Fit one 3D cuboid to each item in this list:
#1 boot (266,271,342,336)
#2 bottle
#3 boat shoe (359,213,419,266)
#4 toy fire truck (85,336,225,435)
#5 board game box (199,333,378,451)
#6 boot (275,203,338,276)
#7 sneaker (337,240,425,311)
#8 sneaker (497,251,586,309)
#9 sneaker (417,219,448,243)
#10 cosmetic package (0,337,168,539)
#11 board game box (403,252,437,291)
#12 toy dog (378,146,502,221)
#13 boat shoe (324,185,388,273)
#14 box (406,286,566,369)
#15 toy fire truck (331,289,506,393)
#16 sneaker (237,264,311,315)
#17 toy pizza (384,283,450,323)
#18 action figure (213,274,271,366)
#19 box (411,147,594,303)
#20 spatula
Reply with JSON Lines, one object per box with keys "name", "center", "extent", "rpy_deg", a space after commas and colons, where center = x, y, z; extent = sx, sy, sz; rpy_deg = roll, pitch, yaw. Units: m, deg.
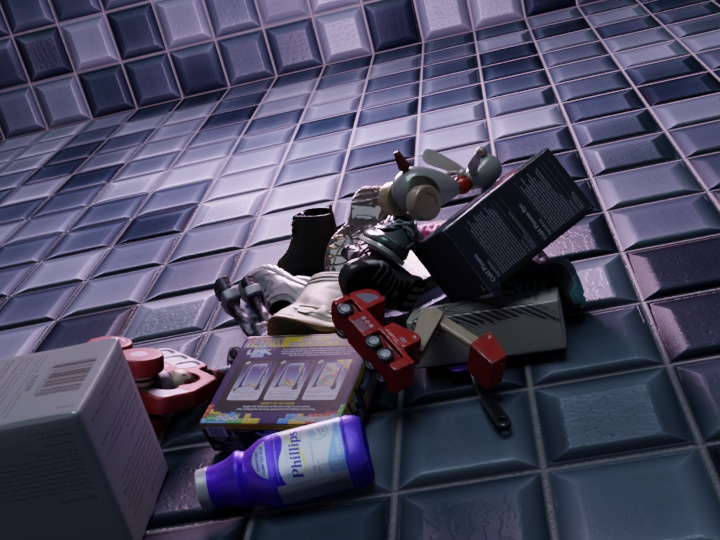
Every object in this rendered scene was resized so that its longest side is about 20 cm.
{"name": "boot", "center": [-0.011, 0.069, 1.385], "extent": [0.200, 0.072, 0.155], "rpy_deg": [15, 32, 18]}
{"name": "bottle", "center": [-0.087, 0.226, 1.123], "extent": [0.200, 0.065, 0.084], "rpy_deg": [-14, 49, 2]}
{"name": "boat shoe", "center": [0.047, -0.052, 1.377], "extent": [0.062, 0.073, 0.200], "rpy_deg": [-56, -2, 7]}
{"name": "toy fire truck", "center": [-0.285, 0.153, 1.387], "extent": [0.168, 0.112, 0.200], "rpy_deg": [-11, 16, -42]}
{"name": "board game box", "center": [-0.083, 0.156, 1.266], "extent": [0.200, 0.057, 0.165], "rpy_deg": [-3, 36, 25]}
{"name": "boot", "center": [-0.117, -0.035, 1.643], "extent": [0.200, 0.138, 0.077], "rpy_deg": [-12, 24, 11]}
{"name": "sneaker", "center": [0.000, 0.000, 1.360], "extent": [0.115, 0.076, 0.200], "rpy_deg": [40, 10, 28]}
{"name": "sneaker", "center": [0.247, 0.023, 1.391], "extent": [0.091, 0.078, 0.200], "rpy_deg": [-26, 16, -9]}
{"name": "sneaker", "center": [0.161, -0.060, 1.628], "extent": [0.200, 0.079, 0.095], "rpy_deg": [-5, 14, 19]}
{"name": "cosmetic package", "center": [-0.346, 0.215, 1.146], "extent": [0.166, 0.200, 0.167], "rpy_deg": [-11, 23, 8]}
{"name": "board game box", "center": [0.052, -0.004, 1.538], "extent": [0.105, 0.023, 0.200], "rpy_deg": [-27, 25, -22]}
{"name": "toy dog", "center": [0.107, -0.140, 1.382], "extent": [0.132, 0.096, 0.200], "rpy_deg": [-1, 22, 34]}
{"name": "boat shoe", "center": [0.003, -0.044, 1.549], "extent": [0.076, 0.072, 0.200], "rpy_deg": [12, 54, 22]}
{"name": "box", "center": [0.166, 0.075, 1.295], "extent": [0.200, 0.068, 0.082], "rpy_deg": [-10, 10, 12]}
{"name": "toy fire truck", "center": [0.069, 0.084, 1.227], "extent": [0.141, 0.049, 0.200], "rpy_deg": [-23, 48, -25]}
{"name": "sneaker", "center": [-0.137, 0.043, 1.564], "extent": [0.200, 0.075, 0.082], "rpy_deg": [4, 37, 46]}
{"name": "toy pizza", "center": [0.072, 0.035, 1.505], "extent": [0.200, 0.032, 0.200], "rpy_deg": [-15, 24, 7]}
{"name": "action figure", "center": [-0.146, 0.087, 1.448], "extent": [0.130, 0.069, 0.200], "rpy_deg": [-14, 46, -21]}
{"name": "box", "center": [0.186, -0.055, 1.337], "extent": [0.182, 0.104, 0.200], "rpy_deg": [-39, 1, -11]}
{"name": "spatula", "center": [0.151, 0.146, 1.222], "extent": [0.056, 0.021, 0.200], "rpy_deg": [-12, 24, -6]}
